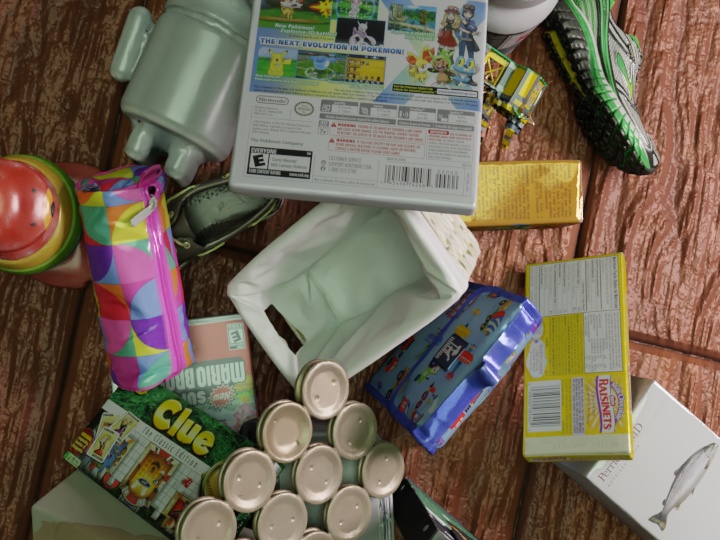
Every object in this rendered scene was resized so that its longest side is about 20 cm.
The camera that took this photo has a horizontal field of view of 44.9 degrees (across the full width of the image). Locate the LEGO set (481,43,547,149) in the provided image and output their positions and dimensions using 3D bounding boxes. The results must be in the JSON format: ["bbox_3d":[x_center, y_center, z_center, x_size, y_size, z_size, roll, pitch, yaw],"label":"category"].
[{"bbox_3d":[0.075,-0.151,0.820,0.152,0.200,0.117,30,93,-18],"label":"LEGO set"}]

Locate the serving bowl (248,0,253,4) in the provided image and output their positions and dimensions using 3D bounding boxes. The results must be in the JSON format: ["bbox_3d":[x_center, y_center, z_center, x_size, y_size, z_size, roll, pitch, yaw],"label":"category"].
[{"bbox_3d":[-0.028,-0.279,0.818,0.195,0.066,0.204,6,56,-9],"label":"serving bowl"}]

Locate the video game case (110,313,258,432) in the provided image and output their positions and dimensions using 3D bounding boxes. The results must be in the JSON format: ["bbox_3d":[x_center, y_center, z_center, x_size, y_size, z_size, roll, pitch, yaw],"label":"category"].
[{"bbox_3d":[-0.171,0.151,0.866,0.139,0.017,0.206,-6,90,-7],"label":"video game case"}]

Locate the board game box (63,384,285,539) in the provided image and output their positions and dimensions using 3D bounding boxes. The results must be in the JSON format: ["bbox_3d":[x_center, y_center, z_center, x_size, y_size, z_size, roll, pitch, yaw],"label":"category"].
[{"bbox_3d":[-0.169,0.170,0.774,0.197,0.024,0.105,22,63,33],"label":"board game box"}]

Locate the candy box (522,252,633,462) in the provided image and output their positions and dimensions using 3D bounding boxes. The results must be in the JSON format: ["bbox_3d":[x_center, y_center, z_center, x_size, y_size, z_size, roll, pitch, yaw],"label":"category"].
[{"bbox_3d":[0.209,0.082,0.845,0.100,0.026,0.204,-6,61,23],"label":"candy box"}]

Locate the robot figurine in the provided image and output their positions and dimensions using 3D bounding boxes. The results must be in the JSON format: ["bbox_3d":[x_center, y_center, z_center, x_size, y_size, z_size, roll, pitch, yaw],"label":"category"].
[{"bbox_3d":[-0.154,-0.184,0.828,0.167,0.113,0.204,25,85,-7],"label":"robot figurine"}]

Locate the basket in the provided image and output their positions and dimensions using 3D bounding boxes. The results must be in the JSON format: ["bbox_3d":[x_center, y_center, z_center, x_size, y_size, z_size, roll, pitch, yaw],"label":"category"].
[{"bbox_3d":[0.000,0.000,0.798,0.199,0.123,0.137,-36,92,29],"label":"basket"}]

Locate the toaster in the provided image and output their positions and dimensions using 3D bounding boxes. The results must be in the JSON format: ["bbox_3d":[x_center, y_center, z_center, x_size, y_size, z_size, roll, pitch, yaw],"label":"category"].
[{"bbox_3d":[-0.042,0.230,0.824,0.126,0.113,0.206,-3,88,-20],"label":"toaster"}]

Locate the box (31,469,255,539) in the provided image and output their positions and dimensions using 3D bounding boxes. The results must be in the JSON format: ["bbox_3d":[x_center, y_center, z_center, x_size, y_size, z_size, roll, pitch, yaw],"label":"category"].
[{"bbox_3d":[-0.192,0.259,0.780,0.196,0.078,0.097,14,114,21],"label":"box"}]

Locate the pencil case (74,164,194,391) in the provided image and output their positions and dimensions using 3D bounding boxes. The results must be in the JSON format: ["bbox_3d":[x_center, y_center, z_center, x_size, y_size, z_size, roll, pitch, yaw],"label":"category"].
[{"bbox_3d":[-0.202,0.005,0.787,0.086,0.089,0.205,-8,111,-7],"label":"pencil case"}]

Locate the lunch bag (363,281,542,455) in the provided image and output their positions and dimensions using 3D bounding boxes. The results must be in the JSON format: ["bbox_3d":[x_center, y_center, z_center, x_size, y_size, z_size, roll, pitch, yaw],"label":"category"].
[{"bbox_3d":[0.094,0.093,0.806,0.094,0.200,0.151,43,84,-4],"label":"lunch bag"}]

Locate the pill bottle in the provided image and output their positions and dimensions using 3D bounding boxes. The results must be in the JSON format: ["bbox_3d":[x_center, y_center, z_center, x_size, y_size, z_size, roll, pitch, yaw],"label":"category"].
[{"bbox_3d":[0.126,-0.270,0.819,0.113,0.200,0.120,0,89,-7],"label":"pill bottle"}]

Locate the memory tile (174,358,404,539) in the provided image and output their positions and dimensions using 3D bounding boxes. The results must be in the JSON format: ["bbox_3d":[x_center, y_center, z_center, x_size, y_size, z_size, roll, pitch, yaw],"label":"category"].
[{"bbox_3d":[-0.053,0.190,0.734,0.200,0.017,0.155,-48,117,-25],"label":"memory tile"}]

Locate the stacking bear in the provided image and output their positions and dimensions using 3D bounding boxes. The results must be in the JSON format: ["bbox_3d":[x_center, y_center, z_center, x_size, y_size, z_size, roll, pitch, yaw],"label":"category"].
[{"bbox_3d":[-0.297,-0.050,0.764,0.111,0.200,0.125,8,88,-6],"label":"stacking bear"}]

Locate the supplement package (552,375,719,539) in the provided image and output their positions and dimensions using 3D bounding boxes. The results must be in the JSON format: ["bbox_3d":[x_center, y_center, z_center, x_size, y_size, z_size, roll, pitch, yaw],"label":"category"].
[{"bbox_3d":[0.308,0.212,0.869,0.199,0.117,0.118,39,85,-4],"label":"supplement package"}]

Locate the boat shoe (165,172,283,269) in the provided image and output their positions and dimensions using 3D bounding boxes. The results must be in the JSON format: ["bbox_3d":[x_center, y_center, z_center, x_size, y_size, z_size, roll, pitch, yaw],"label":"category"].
[{"bbox_3d":[-0.165,-0.046,0.850,0.196,0.059,0.073,-25,93,-6],"label":"boat shoe"}]

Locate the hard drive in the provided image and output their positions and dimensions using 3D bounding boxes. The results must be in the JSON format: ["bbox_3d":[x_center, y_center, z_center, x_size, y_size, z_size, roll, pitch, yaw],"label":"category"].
[{"bbox_3d":[0.092,0.265,0.802,0.139,0.200,0.038,42,87,-5],"label":"hard drive"}]

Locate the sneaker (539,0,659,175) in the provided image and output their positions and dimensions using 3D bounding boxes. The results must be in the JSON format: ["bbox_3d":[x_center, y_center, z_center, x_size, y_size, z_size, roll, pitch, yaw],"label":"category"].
[{"bbox_3d":[0.262,-0.194,0.894,0.084,0.078,0.204,-23,91,-7],"label":"sneaker"}]

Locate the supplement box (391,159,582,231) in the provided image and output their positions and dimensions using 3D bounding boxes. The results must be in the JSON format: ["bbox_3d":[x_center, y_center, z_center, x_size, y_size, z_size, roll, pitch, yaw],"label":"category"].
[{"bbox_3d":[0.122,-0.074,0.881,0.195,0.067,0.071,-4,89,-6],"label":"supplement box"}]

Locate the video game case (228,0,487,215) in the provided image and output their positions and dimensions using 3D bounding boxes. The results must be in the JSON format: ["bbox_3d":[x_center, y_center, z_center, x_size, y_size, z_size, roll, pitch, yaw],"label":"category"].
[{"bbox_3d":[0.001,-0.143,0.705,0.194,0.022,0.187,5,75,2],"label":"video game case"}]
